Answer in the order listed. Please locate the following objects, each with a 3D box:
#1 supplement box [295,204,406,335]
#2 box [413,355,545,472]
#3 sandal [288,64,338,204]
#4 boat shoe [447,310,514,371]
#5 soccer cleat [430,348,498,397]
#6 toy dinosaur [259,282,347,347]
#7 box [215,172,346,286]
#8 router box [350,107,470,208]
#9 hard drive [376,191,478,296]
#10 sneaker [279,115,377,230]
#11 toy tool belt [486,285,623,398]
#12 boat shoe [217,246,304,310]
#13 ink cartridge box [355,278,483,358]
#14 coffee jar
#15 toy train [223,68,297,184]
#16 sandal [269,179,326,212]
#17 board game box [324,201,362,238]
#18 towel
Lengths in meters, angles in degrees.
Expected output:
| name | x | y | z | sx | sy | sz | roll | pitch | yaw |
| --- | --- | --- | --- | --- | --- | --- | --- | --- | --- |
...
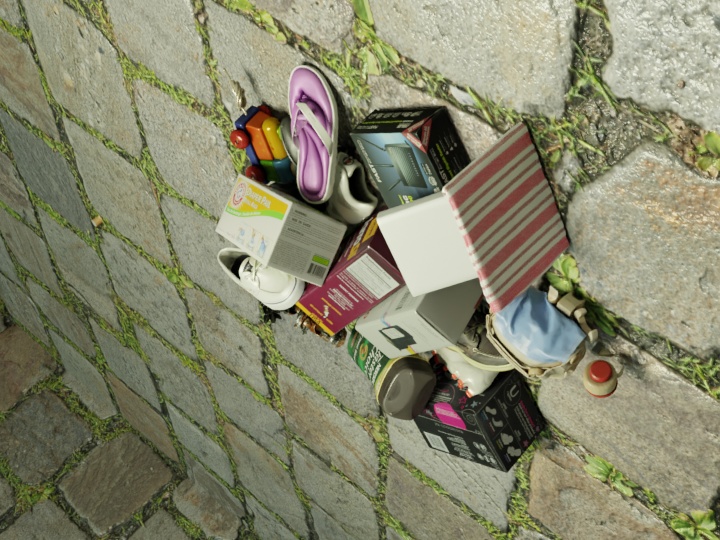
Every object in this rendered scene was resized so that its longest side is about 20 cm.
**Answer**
| name | x | y | z | sx | sy | sz | roll | pitch | yaw |
| --- | --- | --- | --- | --- | --- | --- | --- | --- | --- |
| supplement box | 0.000 | 0.000 | 1.712 | 0.085 | 0.111 | 0.199 | 40 | 134 | -14 |
| box | 0.183 | 0.230 | 1.823 | 0.199 | 0.115 | 0.133 | 8 | 135 | 54 |
| sandal | -0.073 | -0.199 | 1.632 | 0.081 | 0.050 | 0.207 | -1 | 102 | 30 |
| boat shoe | 0.172 | 0.097 | 1.708 | 0.198 | 0.073 | 0.065 | 18 | 146 | 46 |
| soccer cleat | 0.160 | 0.130 | 1.786 | 0.070 | 0.077 | 0.200 | 55 | 175 | -36 |
| toy dinosaur | -0.102 | 0.050 | 1.859 | 0.198 | 0.104 | 0.135 | 28 | -174 | 34 |
| box | -0.127 | -0.066 | 1.719 | 0.111 | 0.103 | 0.199 | 21 | -175 | -34 |
| router box | 0.089 | -0.127 | 1.544 | 0.149 | 0.062 | 0.202 | 8 | 134 | 53 |
| hard drive | 0.137 | -0.049 | 1.487 | 0.197 | 0.026 | 0.133 | -17 | 118 | 21 |
| sneaker | -0.041 | -0.165 | 1.700 | 0.088 | 0.074 | 0.201 | -30 | 100 | 45 |
| toy tool belt | 0.263 | 0.088 | 1.504 | 0.199 | 0.125 | 0.124 | 33 | 158 | 27 |
| boat shoe | -0.167 | 0.009 | 1.780 | 0.065 | 0.075 | 0.198 | 34 | 168 | -39 |
| ink cartridge box | 0.096 | 0.042 | 1.658 | 0.083 | 0.147 | 0.199 | 39 | 156 | -15 |
| coffee jar | 0.051 | 0.153 | 1.823 | 0.106 | 0.084 | 0.200 | -65 | 30 | 19 |
| toy train | -0.144 | -0.228 | 1.754 | 0.114 | 0.085 | 0.202 | 10 | 136 | 36 |
| sandal | -0.098 | -0.121 | 1.852 | 0.199 | 0.045 | 0.076 | 2 | 120 | 61 |
| board game box | -0.024 | -0.056 | 1.852 | 0.095 | 0.030 | 0.202 | 32 | 147 | 30 |
| towel | 0.183 | -0.064 | 1.393 | 0.030 | 0.146 | 0.202 | 19 | 142 | 52 |
